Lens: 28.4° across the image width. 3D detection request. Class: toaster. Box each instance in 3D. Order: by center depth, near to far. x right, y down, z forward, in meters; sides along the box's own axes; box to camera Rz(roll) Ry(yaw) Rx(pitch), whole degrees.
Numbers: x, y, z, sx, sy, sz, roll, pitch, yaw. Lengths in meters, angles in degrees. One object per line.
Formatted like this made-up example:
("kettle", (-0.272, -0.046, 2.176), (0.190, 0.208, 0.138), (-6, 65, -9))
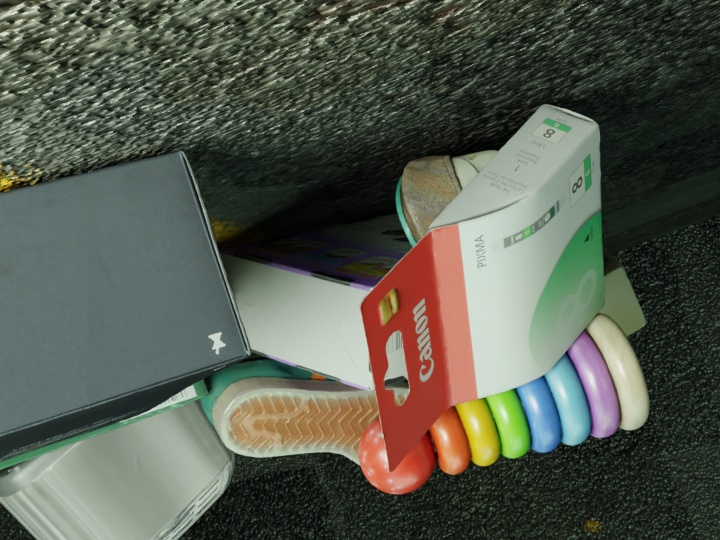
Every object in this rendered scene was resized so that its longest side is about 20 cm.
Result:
("toaster", (-0.190, 0.147, 1.064), (0.200, 0.130, 0.113), (-43, -159, -19))

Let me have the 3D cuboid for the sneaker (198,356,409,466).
("sneaker", (-0.023, 0.091, 1.010), (0.199, 0.072, 0.080), (11, -159, -33))

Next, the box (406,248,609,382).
("box", (0.071, 0.034, 1.152), (0.192, 0.048, 0.200), (5, -138, 45))

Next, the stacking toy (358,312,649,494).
("stacking toy", (0.094, 0.103, 0.979), (0.198, 0.086, 0.085), (-21, 175, -7))

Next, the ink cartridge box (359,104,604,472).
("ink cartridge box", (0.084, 0.019, 0.885), (0.050, 0.162, 0.200), (22, -128, 29))

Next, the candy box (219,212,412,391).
("candy box", (0.024, 0.014, 1.011), (0.199, 0.072, 0.167), (-12, -163, -40))

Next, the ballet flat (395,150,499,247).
("ballet flat", (0.073, -0.054, 0.939), (0.067, 0.069, 0.200), (-25, -177, 15))

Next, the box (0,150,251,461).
("box", (-0.182, 0.036, 0.681), (0.199, 0.105, 0.182), (-17, 175, -29))

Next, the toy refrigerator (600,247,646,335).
("toy refrigerator", (0.129, 0.058, 1.181), (0.199, 0.070, 0.076), (-30, -153, -2))

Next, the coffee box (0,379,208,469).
("coffee box", (-0.208, 0.073, 0.975), (0.198, 0.044, 0.123), (-19, -152, -3))
